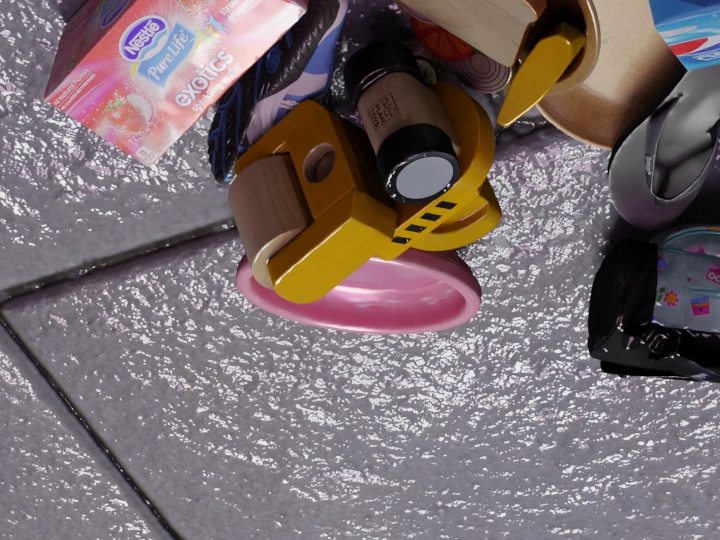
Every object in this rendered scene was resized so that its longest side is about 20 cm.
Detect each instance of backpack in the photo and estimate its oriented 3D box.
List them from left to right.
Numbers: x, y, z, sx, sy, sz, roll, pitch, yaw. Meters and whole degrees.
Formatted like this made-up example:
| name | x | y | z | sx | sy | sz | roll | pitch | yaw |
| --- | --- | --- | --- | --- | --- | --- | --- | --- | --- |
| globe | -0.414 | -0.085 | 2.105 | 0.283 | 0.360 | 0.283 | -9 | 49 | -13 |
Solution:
| name | x | y | z | sx | sy | sz | roll | pitch | yaw |
| --- | --- | --- | --- | --- | --- | --- | --- | --- | --- |
| backpack | 0.293 | 0.029 | 1.558 | 0.200 | 0.127 | 0.167 | 5 | 175 | -2 |

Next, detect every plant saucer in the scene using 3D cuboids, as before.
| name | x | y | z | sx | sy | sz | roll | pitch | yaw |
| --- | --- | --- | --- | --- | --- | --- | --- | --- | --- |
| plant saucer | 0.000 | 0.000 | 1.578 | 0.200 | 0.051 | 0.201 | 6 | 161 | 2 |
| plant saucer | 0.217 | -0.173 | 1.445 | 0.200 | 0.035 | 0.200 | 2 | 134 | 2 |

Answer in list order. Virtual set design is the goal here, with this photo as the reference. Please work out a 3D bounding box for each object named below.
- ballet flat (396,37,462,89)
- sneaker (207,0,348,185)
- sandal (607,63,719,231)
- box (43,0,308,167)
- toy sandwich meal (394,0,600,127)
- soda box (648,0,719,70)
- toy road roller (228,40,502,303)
| name | x | y | z | sx | sy | sz | roll | pitch | yaw |
| --- | --- | --- | --- | --- | --- | --- | --- | --- | --- |
| ballet flat | 0.051 | -0.096 | 1.525 | 0.067 | 0.046 | 0.200 | -2 | 134 | 6 |
| sneaker | -0.051 | -0.145 | 1.480 | 0.077 | 0.076 | 0.200 | 3 | 140 | -28 |
| sandal | 0.242 | -0.101 | 1.458 | 0.076 | 0.043 | 0.200 | 14 | 134 | -10 |
| box | -0.133 | -0.185 | 1.419 | 0.103 | 0.095 | 0.200 | 33 | 128 | -24 |
| toy sandwich meal | 0.082 | -0.185 | 1.365 | 0.205 | 0.070 | 0.205 | 29 | 151 | 17 |
| soda box | 0.229 | -0.184 | 1.283 | 0.064 | 0.068 | 0.200 | -13 | 175 | 15 |
| toy road roller | 0.015 | -0.058 | 1.451 | 0.200 | 0.123 | 0.146 | -37 | 139 | 20 |
